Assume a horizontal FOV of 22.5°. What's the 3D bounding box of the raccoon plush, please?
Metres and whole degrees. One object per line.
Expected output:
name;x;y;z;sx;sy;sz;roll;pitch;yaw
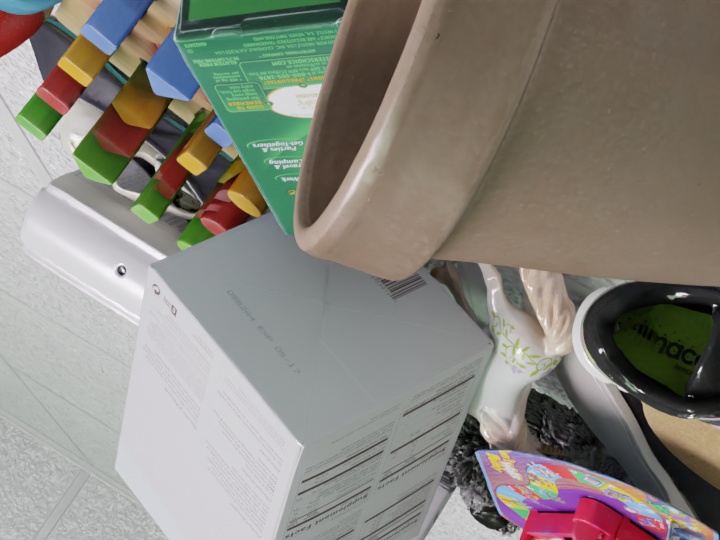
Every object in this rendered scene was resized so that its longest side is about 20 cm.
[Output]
raccoon plush;0.118;0.090;1.239;0.133;0.097;0.201;-31;93;30

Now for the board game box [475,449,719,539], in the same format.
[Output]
board game box;0.144;0.175;1.133;0.157;0.039;0.200;18;159;20

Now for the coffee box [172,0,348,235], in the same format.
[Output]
coffee box;-0.010;-0.086;0.953;0.122;0.044;0.200;-4;150;16

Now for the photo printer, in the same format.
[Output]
photo printer;-0.127;-0.005;1.332;0.199;0.070;0.166;31;-160;12

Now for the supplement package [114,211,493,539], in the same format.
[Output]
supplement package;-0.041;0.086;1.114;0.152;0.150;0.201;47;143;26

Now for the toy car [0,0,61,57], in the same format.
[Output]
toy car;-0.304;-0.163;1.110;0.177;0.200;0.184;46;160;-22

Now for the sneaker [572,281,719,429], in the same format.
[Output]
sneaker;0.196;0.052;0.903;0.198;0.074;0.087;19;-179;16

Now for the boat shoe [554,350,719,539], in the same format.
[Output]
boat shoe;0.189;0.101;1.144;0.201;0.060;0.074;55;168;-14

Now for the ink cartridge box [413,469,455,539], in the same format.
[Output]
ink cartridge box;0.034;0.163;1.369;0.068;0.201;0.116;32;164;7

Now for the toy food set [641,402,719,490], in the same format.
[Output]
toy food set;0.249;0.096;1.026;0.199;0.049;0.198;34;162;-5

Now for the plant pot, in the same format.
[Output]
plant pot;0.087;-0.076;0.683;0.173;0.202;0.200;18;166;-9

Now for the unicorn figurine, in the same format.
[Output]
unicorn figurine;0.082;0.051;1.106;0.138;0.073;0.200;58;164;12

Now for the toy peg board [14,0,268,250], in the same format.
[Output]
toy peg board;-0.112;-0.095;1.119;0.199;0.098;0.199;37;164;-11

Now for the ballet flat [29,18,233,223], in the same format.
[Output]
ballet flat;-0.166;-0.094;1.278;0.199;0.073;0.073;38;163;-10
